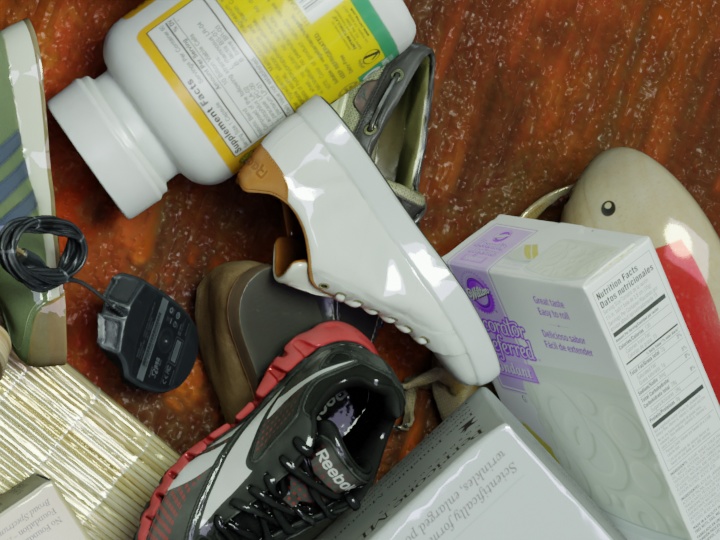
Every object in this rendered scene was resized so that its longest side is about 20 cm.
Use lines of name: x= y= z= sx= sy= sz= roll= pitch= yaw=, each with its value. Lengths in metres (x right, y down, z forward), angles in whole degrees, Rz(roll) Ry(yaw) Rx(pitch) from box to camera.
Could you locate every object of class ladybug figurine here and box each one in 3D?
ladybug figurine: x=0.173 y=0.025 z=1.790 sx=0.072 sy=0.136 sz=0.201 roll=-32 pitch=110 yaw=-22

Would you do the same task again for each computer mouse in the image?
computer mouse: x=-0.152 y=0.018 z=1.693 sx=0.200 sy=0.034 sz=0.059 roll=43 pitch=62 yaw=-54

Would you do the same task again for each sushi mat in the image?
sushi mat: x=-0.181 y=0.104 z=1.741 sx=0.200 sy=0.012 sz=0.096 roll=40 pitch=76 yaw=-11

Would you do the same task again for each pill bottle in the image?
pill bottle: x=-0.077 y=-0.120 z=1.729 sx=0.200 sy=0.113 sz=0.113 roll=-36 pitch=97 yaw=-2

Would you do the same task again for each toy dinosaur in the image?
toy dinosaur: x=0.061 y=0.033 z=1.811 sx=0.101 sy=0.058 sz=0.201 roll=17 pitch=85 yaw=-31

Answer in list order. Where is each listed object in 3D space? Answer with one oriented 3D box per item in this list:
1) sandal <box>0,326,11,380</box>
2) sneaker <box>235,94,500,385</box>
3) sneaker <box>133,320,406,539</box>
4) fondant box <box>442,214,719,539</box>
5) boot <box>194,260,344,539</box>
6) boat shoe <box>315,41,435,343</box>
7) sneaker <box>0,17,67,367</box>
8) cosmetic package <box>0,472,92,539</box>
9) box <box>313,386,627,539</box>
sandal: x=-0.295 y=0.001 z=1.695 sx=0.211 sy=0.078 sz=0.070 roll=21 pitch=46 yaw=-12
sneaker: x=0.000 y=0.000 z=1.712 sx=0.085 sy=0.073 sz=0.200 roll=-38 pitch=109 yaw=-4
sneaker: x=-0.048 y=0.116 z=1.669 sx=0.201 sy=0.098 sz=0.071 roll=-48 pitch=120 yaw=-12
fondant box: x=0.141 y=0.071 z=1.747 sx=0.058 sy=0.144 sz=0.201 roll=-34 pitch=113 yaw=-26
boot: x=-0.050 y=0.089 z=1.761 sx=0.073 sy=0.075 sz=0.201 roll=-18 pitch=106 yaw=-30
boat shoe: x=0.005 y=-0.043 z=1.773 sx=0.073 sy=0.065 sz=0.201 roll=14 pitch=79 yaw=-57
sneaker: x=-0.221 y=-0.041 z=1.717 sx=0.089 sy=0.067 sz=0.201 roll=-6 pitch=86 yaw=-11
cosmetic package: x=-0.167 y=0.225 z=1.697 sx=0.103 sy=0.073 sz=0.200 roll=-35 pitch=98 yaw=-12
box: x=0.068 y=0.209 z=1.696 sx=0.199 sy=0.131 sz=0.200 roll=-42 pitch=99 yaw=1
